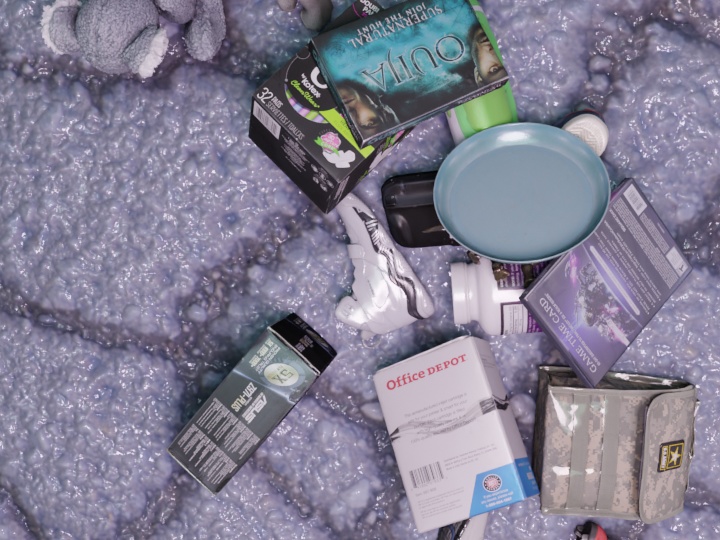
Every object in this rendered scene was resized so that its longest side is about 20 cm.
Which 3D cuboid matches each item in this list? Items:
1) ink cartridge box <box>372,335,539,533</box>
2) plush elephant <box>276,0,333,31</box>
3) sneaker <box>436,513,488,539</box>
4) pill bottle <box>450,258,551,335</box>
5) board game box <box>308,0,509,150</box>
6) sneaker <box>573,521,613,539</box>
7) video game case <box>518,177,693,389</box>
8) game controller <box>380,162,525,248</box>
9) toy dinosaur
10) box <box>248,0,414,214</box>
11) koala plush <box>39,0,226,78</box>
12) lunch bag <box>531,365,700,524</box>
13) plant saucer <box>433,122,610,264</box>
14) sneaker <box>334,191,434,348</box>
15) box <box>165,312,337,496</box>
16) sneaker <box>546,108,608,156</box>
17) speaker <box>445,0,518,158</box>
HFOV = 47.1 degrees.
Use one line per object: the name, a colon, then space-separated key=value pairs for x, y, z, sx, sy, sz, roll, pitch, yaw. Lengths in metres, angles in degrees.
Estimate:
ink cartridge box: x=0.117 y=0.201 z=1.023 sx=0.143 sy=0.084 sz=0.203 roll=-23 pitch=72 yaw=21
plush elephant: x=-0.097 y=-0.422 z=1.027 sx=0.154 sy=0.199 sz=0.166 roll=38 pitch=104 yaw=21
sneaker: x=0.138 y=0.394 z=1.087 sx=0.086 sy=0.075 sz=0.203 roll=13 pitch=101 yaw=-7
pill bottle: x=0.213 y=0.021 z=1.030 sx=0.196 sy=0.112 sz=0.115 roll=-4 pitch=92 yaw=6
board game box: x=0.057 y=-0.238 z=0.950 sx=0.198 sy=0.028 sz=0.137 roll=-26 pitch=82 yaw=-15
sneaker: x=0.288 y=0.432 z=1.062 sx=0.097 sy=0.071 sz=0.203 roll=27 pitch=94 yaw=6
video game case: x=0.287 y=0.014 z=0.953 sx=0.200 sy=0.019 sz=0.143 roll=-45 pitch=107 yaw=-14
game controller: x=0.124 y=-0.079 z=1.043 sx=0.197 sy=0.042 sz=0.105 roll=-4 pitch=131 yaw=20
toy dinosaur: x=0.175 y=-0.038 z=0.977 sx=0.196 sy=0.103 sz=0.078 roll=-2 pitch=129 yaw=14
box: x=-0.018 y=-0.201 z=1.008 sx=0.149 sy=0.124 sz=0.200 roll=44 pitch=73 yaw=2
koala plush: x=-0.276 y=-0.315 z=0.994 sx=0.175 sy=0.185 sz=0.202 roll=21 pitch=55 yaw=7
lunch bag: x=0.319 y=0.216 z=1.027 sx=0.196 sy=0.118 sz=0.167 roll=3 pitch=98 yaw=3
plant saucer: x=0.182 y=-0.086 z=0.944 sx=0.196 sy=0.028 sz=0.203 roll=-6 pitch=56 yaw=8
sneaker: x=0.000 y=0.000 z=1.070 sx=0.114 sy=0.075 sz=0.201 roll=-35 pitch=92 yaw=4
box: x=-0.131 y=0.162 z=1.048 sx=0.086 sy=0.164 sz=0.201 roll=41 pitch=95 yaw=3
sneaker: x=0.231 y=-0.128 z=1.048 sx=0.199 sy=0.085 sz=0.075 roll=-38 pitch=102 yaw=30
speaker: x=0.140 y=-0.235 z=1.040 sx=0.087 sy=0.088 sz=0.203 roll=-17 pitch=91 yaw=7
